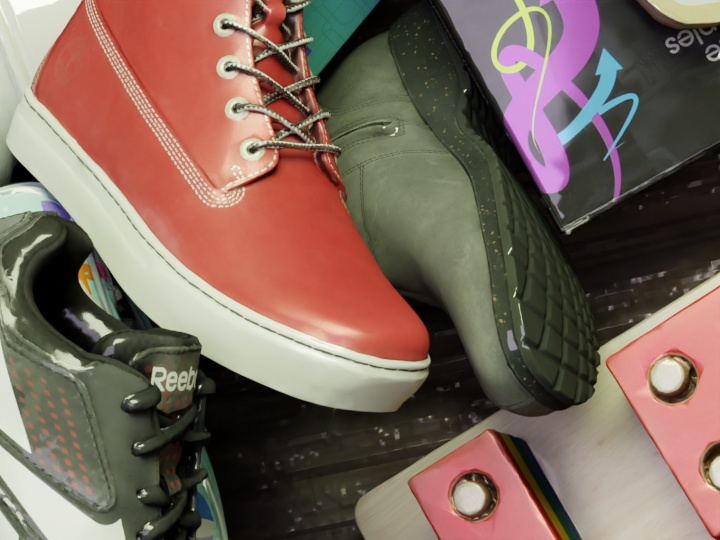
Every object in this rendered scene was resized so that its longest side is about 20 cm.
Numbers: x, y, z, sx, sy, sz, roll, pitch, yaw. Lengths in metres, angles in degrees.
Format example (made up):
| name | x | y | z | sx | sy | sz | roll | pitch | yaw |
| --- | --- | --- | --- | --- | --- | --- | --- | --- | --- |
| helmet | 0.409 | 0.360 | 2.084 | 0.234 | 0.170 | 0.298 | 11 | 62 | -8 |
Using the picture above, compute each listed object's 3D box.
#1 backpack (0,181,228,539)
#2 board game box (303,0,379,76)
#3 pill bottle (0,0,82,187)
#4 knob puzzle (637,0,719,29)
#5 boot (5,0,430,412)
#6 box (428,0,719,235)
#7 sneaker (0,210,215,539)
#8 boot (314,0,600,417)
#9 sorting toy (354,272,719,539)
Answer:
| name | x | y | z | sx | sy | sz | roll | pitch | yaw |
| --- | --- | --- | --- | --- | --- | --- | --- | --- | --- |
| backpack | -0.136 | 0.080 | 0.804 | 0.177 | 0.151 | 0.200 | -20 | 75 | -13 |
| board game box | -0.016 | -0.182 | 0.858 | 0.200 | 0.045 | 0.152 | -49 | 58 | 0 |
| pill bottle | -0.195 | -0.057 | 0.853 | 0.200 | 0.113 | 0.113 | -22 | 74 | -11 |
| knob puzzle | 0.134 | -0.172 | 0.748 | 0.219 | 0.030 | 0.220 | 0 | 86 | -5 |
| boot | -0.027 | -0.058 | 0.743 | 0.200 | 0.072 | 0.144 | 43 | 113 | 39 |
| box | 0.080 | -0.132 | 0.782 | 0.143 | 0.036 | 0.200 | -29 | 87 | 2 |
| sneaker | -0.077 | 0.070 | 0.689 | 0.098 | 0.071 | 0.201 | -30 | 83 | 12 |
| boot | 0.000 | 0.000 | 0.809 | 0.131 | 0.068 | 0.200 | -30 | 40 | 12 |
| sorting toy | 0.120 | 0.110 | 0.778 | 0.200 | 0.070 | 0.199 | -33 | 73 | 9 |
